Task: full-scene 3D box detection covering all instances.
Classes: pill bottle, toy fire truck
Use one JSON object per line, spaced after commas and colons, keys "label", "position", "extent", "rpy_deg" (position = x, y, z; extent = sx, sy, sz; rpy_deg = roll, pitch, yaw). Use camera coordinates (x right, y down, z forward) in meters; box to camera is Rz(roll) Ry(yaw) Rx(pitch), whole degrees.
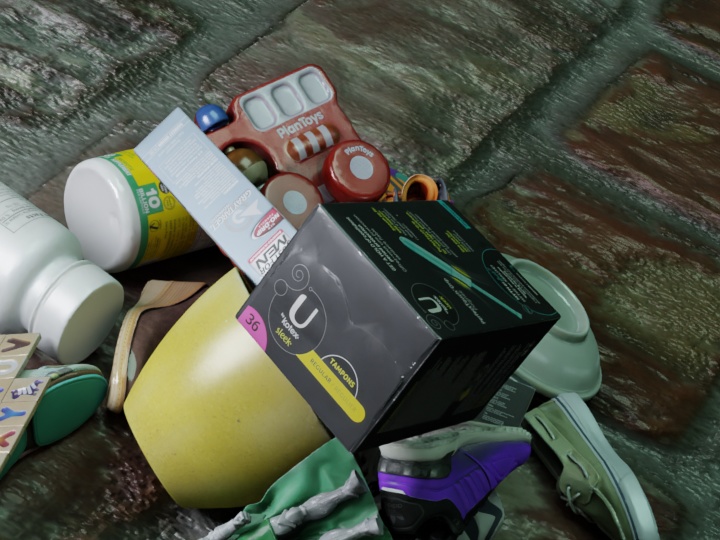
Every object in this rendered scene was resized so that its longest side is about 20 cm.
{"label": "pill bottle", "position": [-0.316, -0.004, 1.615], "extent": [0.199, 0.115, 0.114], "rpy_deg": [33, 38, 19]}
{"label": "toy fire truck", "position": [-0.080, -0.100, 1.727], "extent": [0.199, 0.112, 0.169], "rpy_deg": [-27, 78, -31]}
{"label": "pill bottle", "position": [-0.183, -0.072, 1.769], "extent": [0.199, 0.113, 0.113], "rpy_deg": [-17, 48, -40]}

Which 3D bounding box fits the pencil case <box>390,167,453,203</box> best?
{"label": "pencil case", "position": [-0.006, -0.090, 1.900], "extent": [0.199, 0.086, 0.092], "rpy_deg": [29, 33, 13]}

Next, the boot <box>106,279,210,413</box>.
{"label": "boot", "position": [-0.135, 0.079, 1.624], "extent": [0.165, 0.073, 0.200], "rpy_deg": [17, 32, 0]}

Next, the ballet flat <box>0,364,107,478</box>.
{"label": "ballet flat", "position": [-0.296, 0.127, 1.499], "extent": [0.071, 0.070, 0.200], "rpy_deg": [20, 36, 22]}

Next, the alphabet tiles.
{"label": "alphabet tiles", "position": [-0.342, 0.113, 1.475], "extent": [0.166, 0.008, 0.201], "rpy_deg": [-4, 33, 16]}

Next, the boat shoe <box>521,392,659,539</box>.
{"label": "boat shoe", "position": [0.212, 0.197, 1.651], "extent": [0.062, 0.072, 0.200], "rpy_deg": [-20, 42, -9]}

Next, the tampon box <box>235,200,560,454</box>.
{"label": "tampon box", "position": [0.032, 0.039, 1.418], "extent": [0.150, 0.127, 0.199], "rpy_deg": [47, 26, 21]}

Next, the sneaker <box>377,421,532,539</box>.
{"label": "sneaker", "position": [0.074, 0.179, 1.489], "extent": [0.069, 0.100, 0.199], "rpy_deg": [5, 3, 36]}

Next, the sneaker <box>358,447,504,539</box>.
{"label": "sneaker", "position": [0.019, 0.177, 1.559], "extent": [0.129, 0.080, 0.199], "rpy_deg": [-12, 55, -48]}

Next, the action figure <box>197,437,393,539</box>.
{"label": "action figure", "position": [-0.079, 0.225, 1.405], "extent": [0.199, 0.055, 0.119], "rpy_deg": [-27, 74, 5]}

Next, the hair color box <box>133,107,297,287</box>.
{"label": "hair color box", "position": [-0.108, -0.046, 1.580], "extent": [0.200, 0.061, 0.099], "rpy_deg": [45, -2, 30]}

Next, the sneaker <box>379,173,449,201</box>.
{"label": "sneaker", "position": [0.052, -0.060, 1.748], "extent": [0.077, 0.113, 0.200], "rpy_deg": [-15, 41, -15]}

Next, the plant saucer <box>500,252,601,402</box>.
{"label": "plant saucer", "position": [0.174, 0.042, 1.785], "extent": [0.199, 0.050, 0.201], "rpy_deg": [31, 27, -18]}

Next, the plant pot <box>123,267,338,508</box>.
{"label": "plant pot", "position": [-0.114, 0.120, 1.499], "extent": [0.141, 0.200, 0.200], "rpy_deg": [-30, 49, -2]}

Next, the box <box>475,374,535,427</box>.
{"label": "box", "position": [0.040, 0.077, 1.635], "extent": [0.199, 0.050, 0.158], "rpy_deg": [22, 5, -23]}
